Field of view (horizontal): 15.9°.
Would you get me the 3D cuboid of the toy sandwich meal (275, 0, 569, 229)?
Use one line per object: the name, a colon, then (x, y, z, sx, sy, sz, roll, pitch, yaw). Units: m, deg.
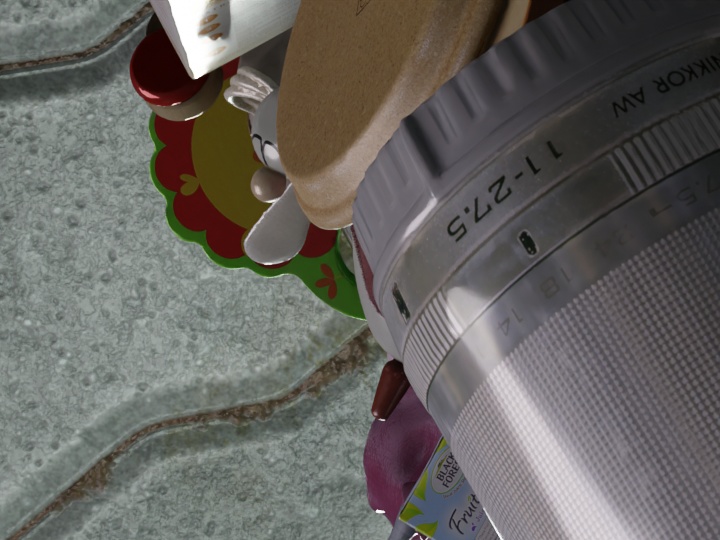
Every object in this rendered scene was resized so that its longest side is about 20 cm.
toy sandwich meal: (0.036, -0.095, 0.962, 0.070, 0.206, 0.205, 20, -169, -19)

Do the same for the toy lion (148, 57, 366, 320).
toy lion: (-0.020, -0.057, 1.516, 0.201, 0.191, 0.069, 61, -174, -7)

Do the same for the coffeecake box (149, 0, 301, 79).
coffeecake box: (-0.033, -0.173, 1.153, 0.073, 0.153, 0.200, 61, 176, 8)

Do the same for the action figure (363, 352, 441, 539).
action figure: (0.080, 0.117, 1.363, 0.200, 0.133, 0.150, 166, 118, -72)

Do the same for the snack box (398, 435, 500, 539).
snack box: (0.125, 0.131, 1.125, 0.199, 0.068, 0.169, 29, 180, 10)

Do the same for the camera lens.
camera lens: (0.106, 0.033, 0.750, 0.201, 0.159, 0.160, 60, 176, 20)

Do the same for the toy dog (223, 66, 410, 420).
toy dog: (0.000, 0.000, 1.209, 0.200, 0.097, 0.132, 39, 171, -24)

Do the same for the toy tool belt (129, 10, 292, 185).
toy tool belt: (-0.016, -0.087, 1.420, 0.123, 0.198, 0.126, 58, -145, -62)
